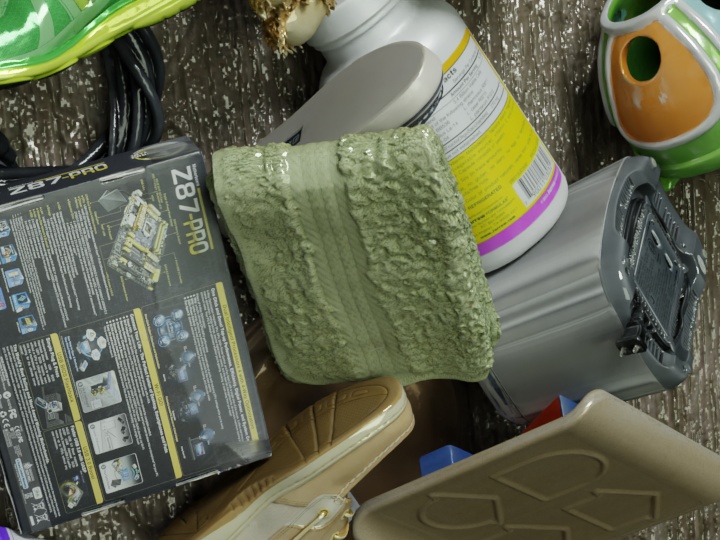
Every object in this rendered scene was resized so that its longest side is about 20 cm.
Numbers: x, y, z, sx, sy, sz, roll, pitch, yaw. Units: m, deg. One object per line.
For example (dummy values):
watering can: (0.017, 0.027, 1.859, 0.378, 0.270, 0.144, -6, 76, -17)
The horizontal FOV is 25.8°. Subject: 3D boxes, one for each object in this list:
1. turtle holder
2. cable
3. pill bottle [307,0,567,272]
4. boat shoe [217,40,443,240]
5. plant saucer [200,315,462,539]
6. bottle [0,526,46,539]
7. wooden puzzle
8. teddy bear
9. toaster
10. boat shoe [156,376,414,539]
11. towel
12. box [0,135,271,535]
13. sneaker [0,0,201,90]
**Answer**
turtle holder: (0.240, -0.157, 1.078, 0.186, 0.141, 0.132, -48, 115, -13)
cable: (-0.198, -0.121, 0.906, 0.162, 0.051, 0.202, -19, 106, -24)
pill bottle: (0.042, -0.101, 1.004, 0.104, 0.104, 0.200, -43, 113, -16)
boat shoe: (0.000, -0.059, 0.948, 0.093, 0.199, 0.075, 35, 48, -25)
plant saucer: (-0.012, 0.110, 1.048, 0.199, 0.029, 0.202, -5, 100, -28)
bottle: (-0.219, 0.194, 0.928, 0.199, 0.065, 0.084, 23, 99, -28)
wooden puzzle: (0.119, 0.142, 1.040, 0.185, 0.199, 0.047, 28, 40, -44)
teddy bear: (-0.054, -0.226, 0.918, 0.066, 0.145, 0.202, -6, 87, 14)
toaster: (0.145, 0.021, 1.029, 0.114, 0.128, 0.201, 54, 32, -22)
boat shoe: (-0.039, 0.144, 0.975, 0.199, 0.074, 0.069, -37, 108, 13)
towel: (0.000, 0.000, 0.924, 0.147, 0.037, 0.201, -6, 134, 12)
box: (-0.150, 0.038, 0.928, 0.160, 0.049, 0.202, -17, 111, -12)
sneaker: (-0.165, -0.156, 0.859, 0.199, 0.074, 0.084, -32, 108, -26)
